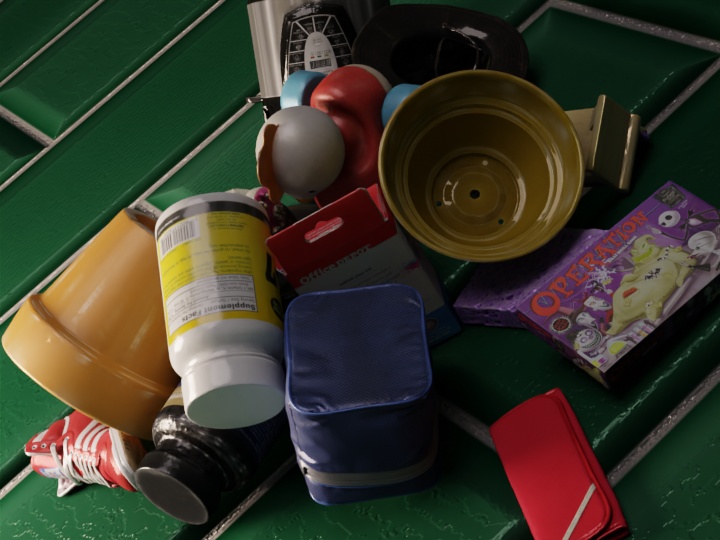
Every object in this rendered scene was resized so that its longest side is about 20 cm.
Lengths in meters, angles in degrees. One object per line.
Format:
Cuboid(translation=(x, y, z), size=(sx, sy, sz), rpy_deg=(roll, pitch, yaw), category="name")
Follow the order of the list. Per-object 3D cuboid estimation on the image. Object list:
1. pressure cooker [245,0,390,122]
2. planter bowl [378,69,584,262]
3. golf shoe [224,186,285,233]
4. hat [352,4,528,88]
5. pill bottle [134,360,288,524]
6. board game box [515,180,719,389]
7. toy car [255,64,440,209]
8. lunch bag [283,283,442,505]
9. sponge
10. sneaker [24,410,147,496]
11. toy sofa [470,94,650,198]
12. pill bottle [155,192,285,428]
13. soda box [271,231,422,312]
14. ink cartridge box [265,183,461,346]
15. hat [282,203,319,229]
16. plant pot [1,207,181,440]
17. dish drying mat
Cuboid(translation=(-0.037, -0.251, 2.082), size=(0.178, 0.202, 0.175), rpy_deg=(-14, 10, -36), category="pressure cooker")
Cuboid(translation=(0.115, -0.088, 1.714), size=(0.198, 0.084, 0.202), rpy_deg=(1, 69, -1), category="planter bowl")
Cuboid(translation=(-0.140, 0.008, 1.881), size=(0.091, 0.075, 0.202), rpy_deg=(6, 79, 29), category="golf shoe")
Cuboid(translation=(0.089, -0.220, 1.990), size=(0.199, 0.081, 0.202), rpy_deg=(1, 50, -2), category="hat")
Cuboid(translation=(-0.134, 0.144, 1.714), size=(0.111, 0.112, 0.201), rpy_deg=(-1, 44, 42), category="pill bottle")
Cuboid(translation=(0.251, 0.009, 1.571), size=(0.200, 0.032, 0.120), rpy_deg=(-39, 43, -17), category="board game box")
Cuboid(translation=(-0.046, -0.115, 1.865), size=(0.183, 0.178, 0.199), rpy_deg=(14, 27, 40), category="toy car")
Cuboid(translation=(0.002, 0.113, 1.606), size=(0.135, 0.133, 0.201), rpy_deg=(-5, 36, 2), category="lunch bag")
Cuboid(translation=(0.190, 0.007, 1.672), size=(0.199, 0.030, 0.112), rpy_deg=(4, 49, 44), category="sponge")
Cuboid(translation=(-0.283, 0.200, 1.818), size=(0.112, 0.072, 0.200), rpy_deg=(-34, 24, -6), category="sneaker")
Cuboid(translation=(0.194, -0.117, 1.804), size=(0.199, 0.097, 0.084), rpy_deg=(-2, 69, 42), category="toy sofa")
Cuboid(translation=(-0.129, 0.038, 1.646), size=(0.114, 0.114, 0.201), rpy_deg=(-21, 60, 20), category="pill bottle")
Cuboid(translation=(-0.038, -0.008, 1.791), size=(0.198, 0.063, 0.071), rpy_deg=(-13, 70, -7), category="soda box")
Cuboid(translation=(0.000, 0.000, 1.696), size=(0.116, 0.200, 0.067), rpy_deg=(-28, 34, 10), category="ink cartridge box")
Cuboid(translation=(-0.118, -0.035, 1.968), size=(0.199, 0.081, 0.201), rpy_deg=(-25, 33, 17), category="hat")
Cuboid(translation=(-0.239, 0.044, 1.810), size=(0.184, 0.199, 0.200), rpy_deg=(-58, 32, 5), category="plant pot")
Cuboid(translation=(0.165, 0.173, 1.486), size=(0.076, 0.018, 0.200), rpy_deg=(-32, 32, 7), category="dish drying mat")
